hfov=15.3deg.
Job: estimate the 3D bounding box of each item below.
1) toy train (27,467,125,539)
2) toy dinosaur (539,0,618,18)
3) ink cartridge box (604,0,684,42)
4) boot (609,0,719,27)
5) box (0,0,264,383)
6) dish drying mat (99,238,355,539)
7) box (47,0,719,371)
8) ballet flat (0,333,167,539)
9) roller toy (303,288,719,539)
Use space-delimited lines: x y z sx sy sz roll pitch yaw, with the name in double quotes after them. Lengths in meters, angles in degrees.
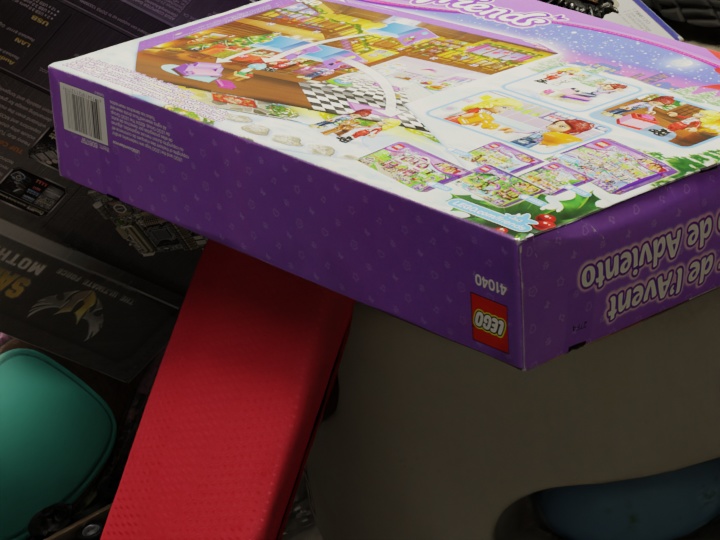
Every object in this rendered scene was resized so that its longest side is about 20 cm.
-0.137 0.123 0.908 0.200 0.034 0.046 -29 29 -19 "toy train"
0.036 -0.092 0.981 0.200 0.102 0.136 -52 28 -1 "toy dinosaur"
0.036 -0.097 1.139 0.200 0.039 0.099 -16 50 -38 "ink cartridge box"
0.162 -0.166 1.266 0.132 0.070 0.200 -26 31 -29 "boot"
-0.107 -0.058 0.866 0.158 0.200 0.048 -45 42 24 "box"
-0.050 0.081 0.778 0.018 0.200 0.077 12 9 -39 "dish drying mat"
0.025 -0.037 0.754 0.137 0.039 0.200 -21 29 -35 "box"
-0.117 0.041 1.013 0.071 0.069 0.200 -29 25 54 "ballet flat"
0.065 0.023 0.837 0.200 0.140 0.182 13 34 35 "roller toy"
